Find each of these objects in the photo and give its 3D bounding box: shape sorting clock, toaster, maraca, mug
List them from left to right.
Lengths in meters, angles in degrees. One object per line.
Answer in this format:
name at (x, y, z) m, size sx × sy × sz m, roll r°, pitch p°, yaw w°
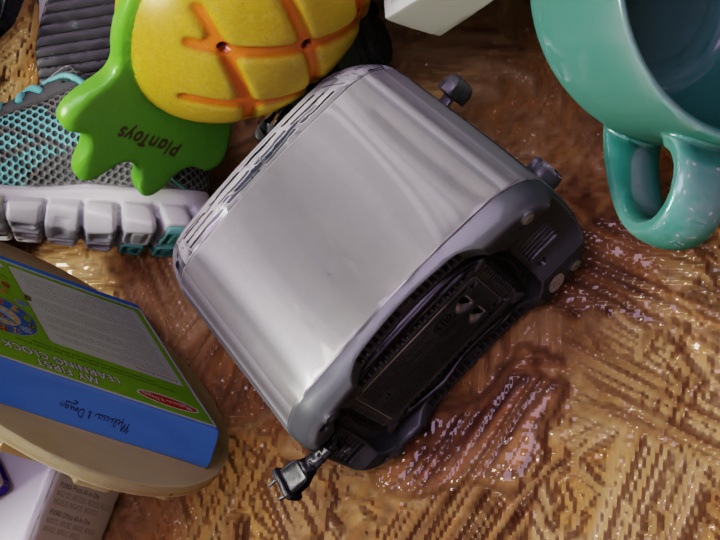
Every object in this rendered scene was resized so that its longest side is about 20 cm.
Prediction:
shape sorting clock at (-0.151, 0.043, 0.919) m, size 0.199 × 0.199 × 0.039 m, roll 38°, pitch 104°, yaw 24°
maraca at (-0.065, -0.119, 0.910) m, size 0.201 × 0.137 × 0.107 m, roll -53°, pitch 53°, yaw 17°
toaster at (0.000, 0.000, 0.922) m, size 0.200 × 0.114 × 0.129 m, roll -47°, pitch 62°, yaw 6°
mug at (0.143, -0.122, 0.874) m, size 0.185 × 0.114 × 0.152 m, roll -46°, pitch 109°, yaw -13°

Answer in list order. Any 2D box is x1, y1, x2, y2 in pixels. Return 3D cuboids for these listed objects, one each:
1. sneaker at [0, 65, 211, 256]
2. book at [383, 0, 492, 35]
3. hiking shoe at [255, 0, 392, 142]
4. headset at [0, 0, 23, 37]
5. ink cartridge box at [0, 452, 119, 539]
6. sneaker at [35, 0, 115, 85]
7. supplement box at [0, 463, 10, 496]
sneaker at (-0.168, -0.063, 0.993) m, size 0.198 × 0.078 × 0.092 m, roll 6°, pitch 77°, yaw -11°
book at (0.060, -0.226, 0.872) m, size 0.133 × 0.048 × 0.202 m, roll -24°, pitch 59°, yaw 52°
hiking shoe at (-0.070, -0.167, 1.010) m, size 0.100 × 0.076 × 0.201 m, roll -35°, pitch 68°, yaw 5°
headset at (-0.237, -0.142, 0.976) m, size 0.094 × 0.123 × 0.201 m, roll -28°, pitch 34°, yaw 48°
ink cartridge box at (-0.220, 0.151, 0.976) m, size 0.144 × 0.083 × 0.202 m, roll 18°, pitch 82°, yaw 23°
sneaker at (-0.143, -0.165, 1.047) m, size 0.073 × 0.089 × 0.203 m, roll -4°, pitch 97°, yaw -3°
supplement box at (-0.259, 0.062, 0.858) m, size 0.103 × 0.200 × 0.102 m, roll -31°, pitch 67°, yaw 9°
